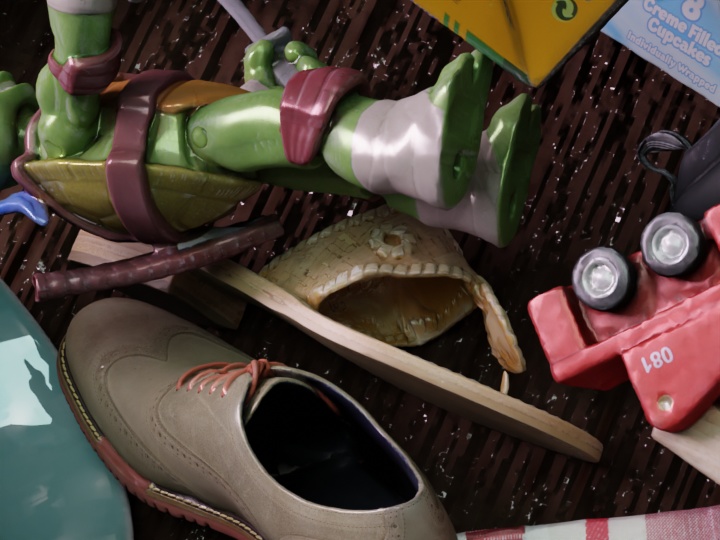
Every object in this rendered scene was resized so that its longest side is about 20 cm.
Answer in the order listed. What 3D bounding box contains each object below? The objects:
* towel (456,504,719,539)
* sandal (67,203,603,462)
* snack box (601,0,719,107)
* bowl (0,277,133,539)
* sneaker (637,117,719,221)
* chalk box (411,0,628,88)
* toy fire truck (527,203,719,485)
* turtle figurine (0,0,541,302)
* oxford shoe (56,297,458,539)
[{"bbox_3d":[0.039,0.158,0.931,0.200,0.023,0.144,-7,67,11],"label":"towel"},{"bbox_3d":[-0.002,-0.002,0.978,0.211,0.078,0.070,19,81,24],"label":"sandal"},{"bbox_3d":[0.167,-0.100,0.973,0.200,0.037,0.116,35,120,25],"label":"snack box"},{"bbox_3d":[-0.181,0.061,0.943,0.105,0.201,0.201,-38,63,14],"label":"bowl"},{"bbox_3d":[0.180,-0.017,0.914,0.200,0.075,0.114,-9,87,28],"label":"sneaker"},{"bbox_3d":[0.055,-0.179,0.908,0.125,0.124,0.200,-46,17,29],"label":"chalk box"},{"bbox_3d":[0.122,0.051,0.873,0.200,0.049,0.141,-28,74,22],"label":"toy fire truck"},{"bbox_3d":[-0.037,-0.082,0.939,0.194,0.144,0.200,12,51,20],"label":"turtle figurine"},{"bbox_3d":[-0.035,0.050,0.947,0.070,0.075,0.200,-32,47,-30],"label":"oxford shoe"}]
